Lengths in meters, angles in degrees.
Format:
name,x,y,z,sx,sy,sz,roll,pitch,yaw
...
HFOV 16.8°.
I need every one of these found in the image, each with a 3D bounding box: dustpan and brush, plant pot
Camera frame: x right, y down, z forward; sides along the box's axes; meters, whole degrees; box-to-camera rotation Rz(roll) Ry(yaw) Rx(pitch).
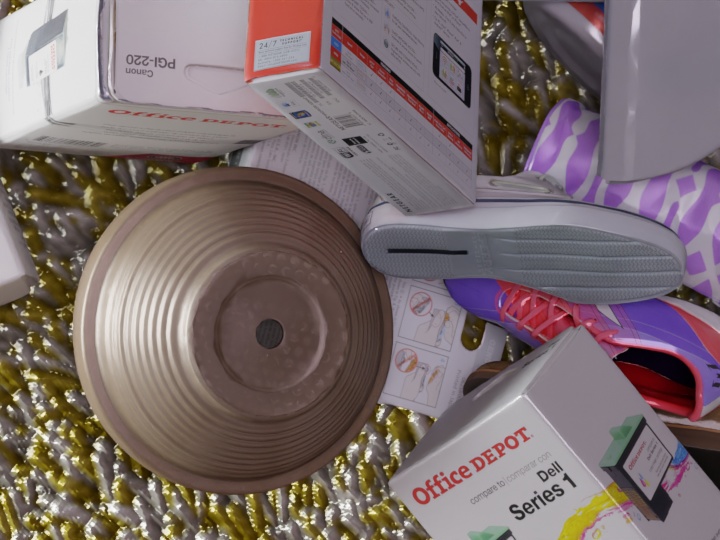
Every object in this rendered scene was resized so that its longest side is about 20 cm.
name,x,y,z,sx,sy,sz,roll,pitch,yaw
dustpan and brush,0.222,-0.126,1.489,0.198,0.057,0.141,-3,101,-22
plant pot,-0.067,0.037,1.467,0.199,0.093,0.203,0,91,-17

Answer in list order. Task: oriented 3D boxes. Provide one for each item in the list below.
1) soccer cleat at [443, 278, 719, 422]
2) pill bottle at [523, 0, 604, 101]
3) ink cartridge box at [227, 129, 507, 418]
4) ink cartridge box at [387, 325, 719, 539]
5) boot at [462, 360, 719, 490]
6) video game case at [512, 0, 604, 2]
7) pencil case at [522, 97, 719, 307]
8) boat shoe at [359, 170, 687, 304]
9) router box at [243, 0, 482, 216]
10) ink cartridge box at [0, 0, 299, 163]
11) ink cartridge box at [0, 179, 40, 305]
name,x,y,z,sx,sy,sz,roll,pitch,yaw
soccer cleat,0.137,0.034,1.503,0.199,0.073,0.069,22,122,14
pill bottle,0.207,-0.201,1.540,0.112,0.112,0.200,45,84,1
ink cartridge box,0.000,0.000,1.560,0.199,0.057,0.164,17,85,-22
ink cartridge box,0.135,0.155,1.481,0.200,0.145,0.084,50,45,-3
boot,0.165,0.082,1.552,0.198,0.074,0.076,13,58,1
video game case,0.094,-0.265,1.527,0.181,0.024,0.202,4,75,30
pencil case,0.191,-0.032,1.525,0.199,0.084,0.086,28,105,13
boat shoe,0.100,-0.032,1.478,0.198,0.074,0.067,7,49,8
router box,0.008,-0.151,1.401,0.048,0.200,0.181,-8,66,26
ink cartridge box,-0.123,-0.120,1.457,0.144,0.200,0.086,3,85,-27
ink cartridge box,-0.304,-0.057,1.521,0.145,0.084,0.201,-23,87,-4
